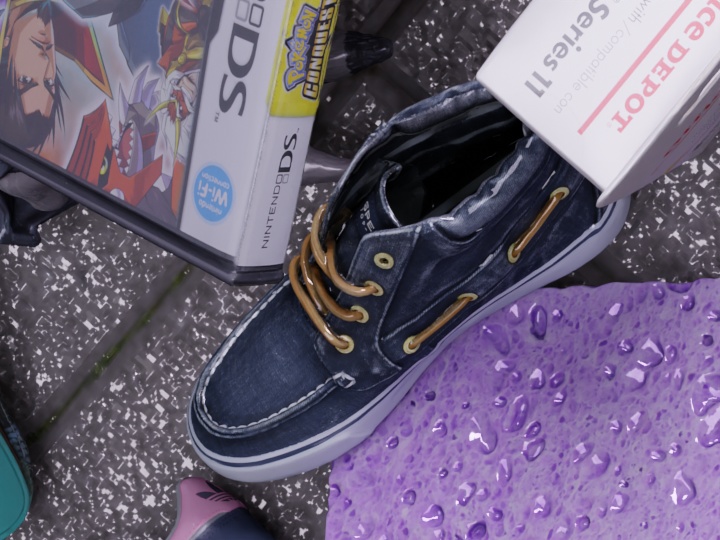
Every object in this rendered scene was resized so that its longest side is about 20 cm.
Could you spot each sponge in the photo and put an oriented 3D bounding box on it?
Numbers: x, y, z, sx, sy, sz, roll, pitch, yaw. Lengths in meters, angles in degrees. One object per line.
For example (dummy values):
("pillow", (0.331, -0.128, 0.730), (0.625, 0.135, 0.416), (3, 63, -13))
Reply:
("sponge", (0.080, 0.061, 1.027), (0.199, 0.030, 0.112), (-4, 71, 26))

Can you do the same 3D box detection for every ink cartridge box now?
("ink cartridge box", (0.110, -0.092, 0.943), (0.067, 0.200, 0.117), (41, 106, 7))

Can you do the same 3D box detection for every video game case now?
("video game case", (-0.080, -0.114, 0.910), (0.200, 0.025, 0.182), (27, 112, 40))

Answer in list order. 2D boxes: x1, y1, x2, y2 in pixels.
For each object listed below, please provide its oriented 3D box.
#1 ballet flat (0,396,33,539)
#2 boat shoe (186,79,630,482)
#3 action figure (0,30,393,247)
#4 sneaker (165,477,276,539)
("ballet flat", (-0.193, 0.021, 1.100), (0.074, 0.074, 0.201), (-11, 111, 17))
("boat shoe", (0.000, 0.000, 1.018), (0.200, 0.091, 0.071), (-37, 60, 13))
("action figure", (-0.092, -0.100, 1.036), (0.192, 0.105, 0.201), (-9, 109, -9))
("sneaker", (-0.109, 0.163, 1.123), (0.200, 0.070, 0.082), (-37, 70, 15))
